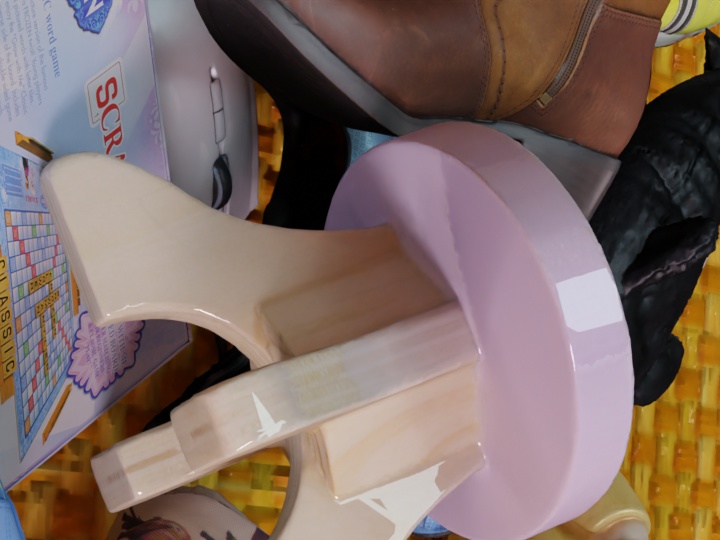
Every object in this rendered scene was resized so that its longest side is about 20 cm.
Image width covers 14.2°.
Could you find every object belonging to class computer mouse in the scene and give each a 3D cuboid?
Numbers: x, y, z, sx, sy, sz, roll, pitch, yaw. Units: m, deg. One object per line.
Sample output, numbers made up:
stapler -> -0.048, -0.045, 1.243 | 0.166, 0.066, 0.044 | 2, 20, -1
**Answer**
computer mouse -> -0.060, -0.041, 1.000 | 0.110, 0.044, 0.201 | -36, 115, -42

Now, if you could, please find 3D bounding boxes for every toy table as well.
toy table -> -0.011, 0.035, 0.867 | 0.117, 0.200, 0.184 | -21, 74, -18

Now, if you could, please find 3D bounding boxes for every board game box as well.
board game box -> -0.136, -0.011, 0.857 | 0.199, 0.041, 0.201 | -39, 139, -39

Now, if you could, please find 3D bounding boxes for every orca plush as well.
orca plush -> 0.118, -0.006, 1.071 | 0.200, 0.071, 0.106 | -39, 111, -30

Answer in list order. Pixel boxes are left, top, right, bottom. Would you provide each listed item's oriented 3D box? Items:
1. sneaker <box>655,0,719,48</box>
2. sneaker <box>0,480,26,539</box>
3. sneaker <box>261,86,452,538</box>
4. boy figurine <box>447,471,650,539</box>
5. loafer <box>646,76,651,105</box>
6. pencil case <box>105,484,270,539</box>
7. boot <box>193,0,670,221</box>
sneaker -> 0.111, -0.137, 1.081 | 0.200, 0.076, 0.076 | 18, 59, -59
sneaker -> -0.130, 0.140, 0.855 | 0.105, 0.076, 0.201 | -33, 141, -45
sneaker -> 0.000, 0.000, 1.011 | 0.090, 0.078, 0.201 | -18, 104, -33
boy figurine -> 0.072, 0.118, 1.097 | 0.064, 0.124, 0.201 | 16, 44, -24
loafer -> 0.093, -0.061, 1.149 | 0.071, 0.073, 0.201 | -16, 100, -45
pencil case -> -0.072, 0.169, 0.918 | 0.090, 0.077, 0.200 | 82, 19, -44
boot -> 0.051, -0.130, 0.933 | 0.188, 0.068, 0.201 | 27, 86, -34
